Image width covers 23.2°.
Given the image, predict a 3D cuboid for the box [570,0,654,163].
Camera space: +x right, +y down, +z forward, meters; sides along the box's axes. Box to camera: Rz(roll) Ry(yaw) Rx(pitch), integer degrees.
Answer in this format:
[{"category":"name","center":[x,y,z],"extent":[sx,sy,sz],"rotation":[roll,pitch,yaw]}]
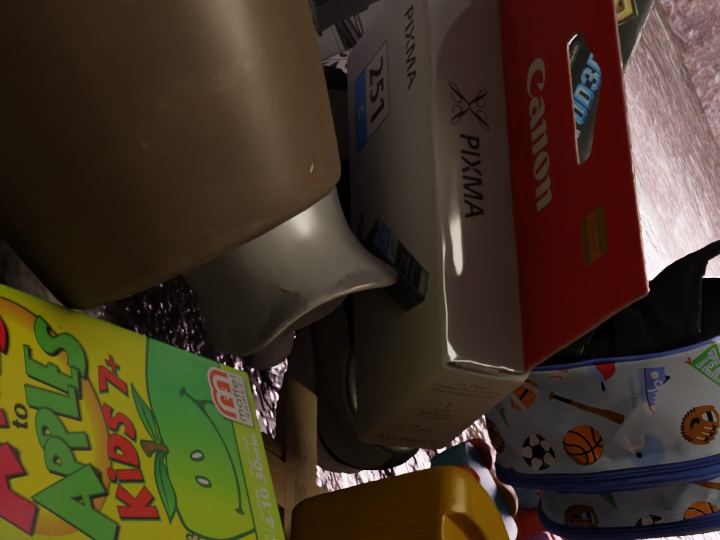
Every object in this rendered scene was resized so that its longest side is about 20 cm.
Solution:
[{"category":"box","center":[0.085,-0.055,0.904],"extent":[0.200,0.046,0.159],"rotation":[113,1,-74]}]

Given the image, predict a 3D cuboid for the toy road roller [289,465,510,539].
[{"category":"toy road roller","center":[0.032,0.172,0.721],"extent":[0.200,0.122,0.146],"rotation":[46,37,-46]}]

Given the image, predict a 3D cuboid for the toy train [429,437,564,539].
[{"category":"toy train","center":[0.075,0.145,1.020],"extent":[0.200,0.055,0.151],"rotation":[49,19,-41]}]

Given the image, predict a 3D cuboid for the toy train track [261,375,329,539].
[{"category":"toy train track","center":[-0.064,0.085,0.757],"extent":[0.200,0.032,0.115],"rotation":[40,38,-41]}]

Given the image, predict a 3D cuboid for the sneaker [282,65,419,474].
[{"category":"sneaker","center":[0.000,0.000,0.848],"extent":[0.074,0.079,0.201],"rotation":[-11,95,-30]}]

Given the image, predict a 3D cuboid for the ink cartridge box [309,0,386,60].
[{"category":"ink cartridge box","center":[0.001,-0.190,1.001],"extent":[0.084,0.199,0.145],"rotation":[62,19,-21]}]

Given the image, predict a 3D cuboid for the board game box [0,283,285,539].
[{"category":"board game box","center":[-0.105,0.067,0.600],"extent":[0.200,0.048,0.102],"rotation":[26,43,-53]}]

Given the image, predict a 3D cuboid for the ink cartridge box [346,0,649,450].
[{"category":"ink cartridge box","center":[0.048,-0.047,0.739],"extent":[0.045,0.176,0.201],"rotation":[9,62,-21]}]

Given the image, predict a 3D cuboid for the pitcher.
[{"category":"pitcher","center":[-0.072,-0.054,0.790],"extent":[0.201,0.121,0.172],"rotation":[63,-19,7]}]

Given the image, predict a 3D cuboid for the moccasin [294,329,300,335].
[{"category":"moccasin","center":[-0.022,-0.034,0.931],"extent":[0.068,0.080,0.201],"rotation":[-70,138,-83]}]

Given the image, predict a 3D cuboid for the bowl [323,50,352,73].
[{"category":"bowl","center":[0.021,-0.058,1.052],"extent":[0.201,0.094,0.201],"rotation":[51,24,-33]}]

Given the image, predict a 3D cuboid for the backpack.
[{"category":"backpack","center":[0.150,0.070,0.977],"extent":[0.190,0.199,0.155],"rotation":[-11,88,-72]}]

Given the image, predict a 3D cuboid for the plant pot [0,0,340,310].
[{"category":"plant pot","center":[-0.094,-0.086,0.629],"extent":[0.175,0.200,0.200],"rotation":[65,19,-8]}]
